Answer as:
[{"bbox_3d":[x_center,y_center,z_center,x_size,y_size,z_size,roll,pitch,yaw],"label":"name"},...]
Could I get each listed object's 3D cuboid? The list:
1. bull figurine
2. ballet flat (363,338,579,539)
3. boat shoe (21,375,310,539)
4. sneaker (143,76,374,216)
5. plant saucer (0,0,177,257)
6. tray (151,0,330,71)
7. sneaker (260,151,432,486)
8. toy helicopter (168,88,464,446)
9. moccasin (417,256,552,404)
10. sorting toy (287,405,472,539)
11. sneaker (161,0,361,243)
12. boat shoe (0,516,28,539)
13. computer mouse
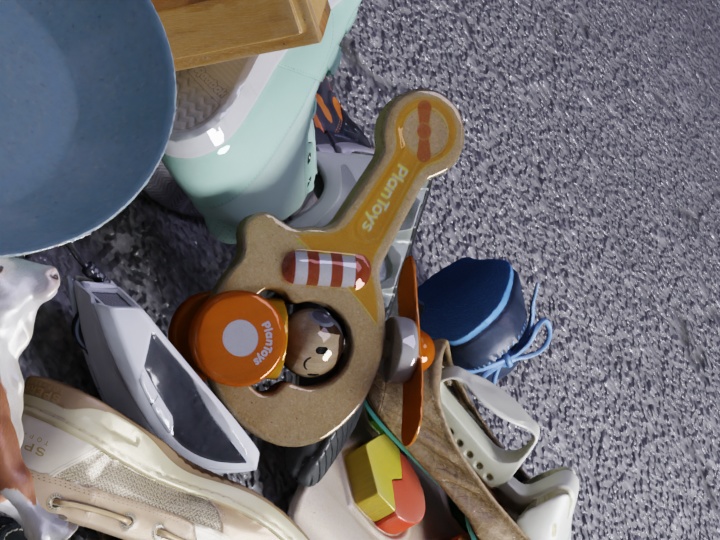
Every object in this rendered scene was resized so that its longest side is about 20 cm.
[{"bbox_3d":[-0.176,0.079,0.712,0.122,0.065,0.200,51,50,-8],"label":"bull figurine"},{"bbox_3d":[0.081,0.118,1.051,0.200,0.072,0.068,53,26,-13],"label":"ballet flat"},{"bbox_3d":[-0.096,0.120,0.848,0.200,0.071,0.065,38,69,-38],"label":"boat shoe"},{"bbox_3d":[-0.081,-0.093,1.063,0.199,0.078,0.112,12,40,-49],"label":"sneaker"},{"bbox_3d":[-0.180,-0.086,0.775,0.200,0.039,0.202,13,57,-21],"label":"plant saucer"},{"bbox_3d":[-0.124,-0.140,0.861,0.037,0.198,0.099,-79,154,-52],"label":"tray"},{"bbox_3d":[-0.026,0.022,1.000,0.088,0.074,0.201,16,62,1],"label":"sneaker"},{"bbox_3d":[0.000,0.000,0.923,0.132,0.201,0.079,33,-10,-12],"label":"toy helicopter"},{"bbox_3d":[0.082,0.034,1.131,0.068,0.080,0.200,56,5,-8],"label":"moccasin"},{"bbox_3d":[0.040,0.135,1.074,0.185,0.036,0.201,49,31,-21],"label":"sorting toy"},{"bbox_3d":[-0.040,-0.109,0.963,0.201,0.073,0.119,-55,151,-24],"label":"sneaker"},{"bbox_3d":[-0.095,0.181,0.779,0.200,0.066,0.074,58,30,-5],"label":"boat shoe"},{"bbox_3d":[-0.121,0.036,0.871,0.200,0.044,0.110,53,-13,-23],"label":"computer mouse"}]
